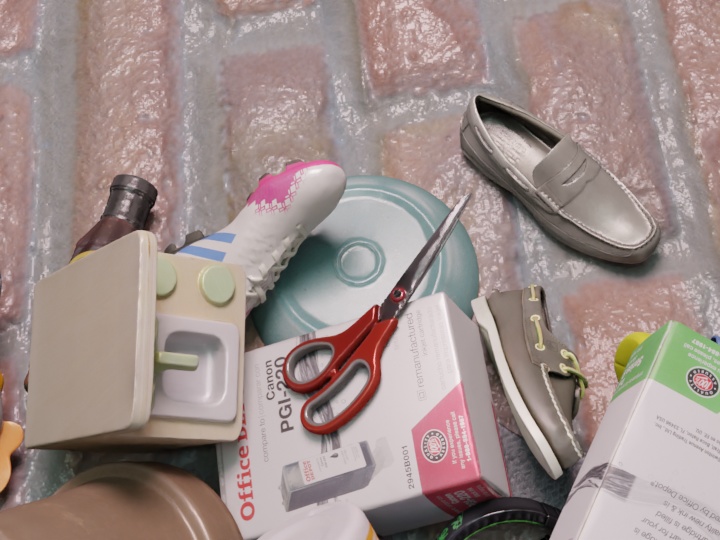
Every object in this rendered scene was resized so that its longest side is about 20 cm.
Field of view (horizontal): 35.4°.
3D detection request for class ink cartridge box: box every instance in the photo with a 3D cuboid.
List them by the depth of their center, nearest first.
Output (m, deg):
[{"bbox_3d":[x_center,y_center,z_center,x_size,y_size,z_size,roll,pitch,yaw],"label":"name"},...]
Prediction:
[{"bbox_3d":[0.210,0.159,0.720,0.145,0.084,0.201,30,70,2],"label":"ink cartridge box"},{"bbox_3d":[-0.005,0.118,0.833,0.198,0.085,0.147,-19,62,18],"label":"ink cartridge box"}]

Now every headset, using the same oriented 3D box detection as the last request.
[{"bbox_3d":[0.139,0.238,0.769,0.198,0.094,0.124,25,98,-8],"label":"headset"}]

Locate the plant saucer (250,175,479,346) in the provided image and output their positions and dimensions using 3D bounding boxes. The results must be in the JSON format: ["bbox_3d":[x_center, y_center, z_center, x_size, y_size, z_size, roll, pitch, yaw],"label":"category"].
[{"bbox_3d":[0.000,0.000,0.943,0.198,0.036,0.202,-2,65,5],"label":"plant saucer"}]

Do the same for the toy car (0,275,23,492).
[{"bbox_3d":[-0.330,0.084,0.892,0.176,0.184,0.201,-38,96,-13],"label":"toy car"}]

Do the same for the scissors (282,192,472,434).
[{"bbox_3d":[0.025,0.032,0.803,0.200,0.014,0.073,-42,55,0],"label":"scissors"}]

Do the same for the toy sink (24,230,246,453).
[{"bbox_3d":[-0.153,0.060,0.815,0.111,0.199,0.132,9,73,-34],"label":"toy sink"}]

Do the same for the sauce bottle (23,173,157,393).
[{"bbox_3d":[-0.220,0.014,0.943,0.065,0.066,0.202,9,67,10],"label":"sauce bottle"}]

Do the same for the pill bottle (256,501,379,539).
[{"bbox_3d":[0.000,0.264,0.739,0.111,0.112,0.201,-31,100,-9],"label":"pill bottle"}]

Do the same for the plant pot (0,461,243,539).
[{"bbox_3d":[-0.196,0.227,0.745,0.198,0.174,0.203,-6,78,29],"label":"plant pot"}]

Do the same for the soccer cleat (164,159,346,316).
[{"bbox_3d":[-0.081,-0.011,0.906,0.199,0.070,0.087,-32,61,31],"label":"soccer cleat"}]

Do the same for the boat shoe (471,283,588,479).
[{"bbox_3d":[0.131,0.072,0.832,0.060,0.073,0.202,-22,29,5],"label":"boat shoe"}]

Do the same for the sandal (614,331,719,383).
[{"bbox_3d":[0.275,0.123,0.837,0.086,0.080,0.201,-18,68,-21],"label":"sandal"}]

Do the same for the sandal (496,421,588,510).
[{"bbox_3d":[0.108,0.152,0.856,0.198,0.043,0.077,20,76,18],"label":"sandal"}]

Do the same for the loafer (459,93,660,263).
[{"bbox_3d":[0.163,-0.078,0.943,0.199,0.070,0.070,36,73,20],"label":"loafer"}]
